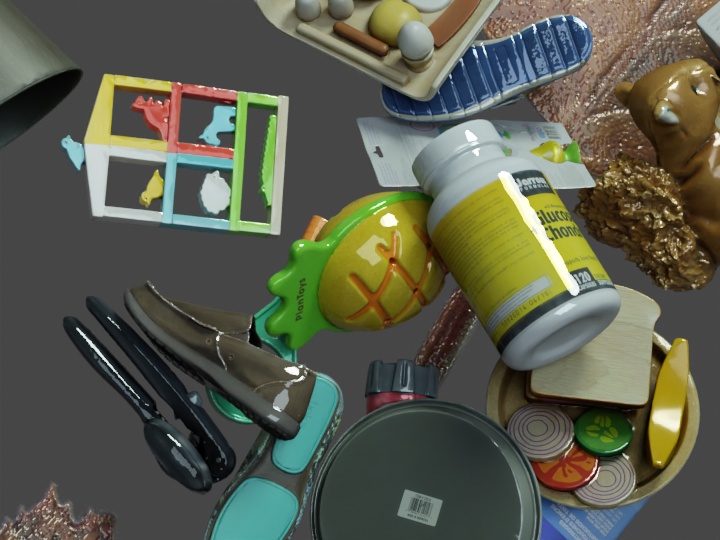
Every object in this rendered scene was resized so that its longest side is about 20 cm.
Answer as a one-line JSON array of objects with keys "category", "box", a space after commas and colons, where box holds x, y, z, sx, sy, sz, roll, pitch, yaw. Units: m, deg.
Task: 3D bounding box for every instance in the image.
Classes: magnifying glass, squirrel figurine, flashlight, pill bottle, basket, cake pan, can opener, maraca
[{"category": "magnifying glass", "box": [-0.073, 0.043, 1.676, 0.080, 0.022, 0.200, 28, 73, -8]}, {"category": "squirrel figurine", "box": [0.292, -0.089, 1.719, 0.200, 0.142, 0.187, -41, 120, 4]}, {"category": "flashlight", "box": [0.031, 0.181, 1.649, 0.068, 0.068, 0.200, -3, 73, 24]}, {"category": "pill bottle", "box": [0.125, -0.024, 1.587, 0.112, 0.112, 0.200, -23, 69, -18]}, {"category": "basket", "box": [-0.364, -0.197, 1.588, 0.180, 0.136, 0.200, -35, 86, -13]}, {"category": "cake pan", "box": [0.053, 0.205, 1.592, 0.200, 0.037, 0.200, -2, 78, 8]}, {"category": "can opener", "box": [-0.179, 0.104, 1.617, 0.063, 0.079, 0.200, -35, 81, -10]}, {"category": "maraca", "box": [0.000, 0.000, 1.646, 0.200, 0.137, 0.107, -23, 41, -31]}]

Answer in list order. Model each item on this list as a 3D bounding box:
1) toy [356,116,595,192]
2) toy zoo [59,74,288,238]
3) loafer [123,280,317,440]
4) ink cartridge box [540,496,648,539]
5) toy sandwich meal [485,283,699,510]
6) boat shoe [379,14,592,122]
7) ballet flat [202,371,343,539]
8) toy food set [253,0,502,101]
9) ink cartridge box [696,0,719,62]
[{"category": "toy", "box": [0.102, -0.093, 1.720, 0.200, 0.115, 0.047, -3, 125, -11]}, {"category": "toy zoo", "box": [-0.166, -0.102, 1.678, 0.200, 0.020, 0.131, 6, 78, -14]}, {"category": "loafer", "box": [-0.116, 0.066, 1.610, 0.200, 0.073, 0.071, 35, 78, 17]}, {"category": "ink cartridge box", "box": [0.176, 0.191, 1.687, 0.136, 0.076, 0.200, 43, 74, -4]}, {"category": "toy sandwich meal", "box": [0.202, 0.105, 1.623, 0.205, 0.070, 0.205, -1, 64, 2]}, {"category": "boat shoe", "box": [0.117, -0.176, 1.735, 0.200, 0.072, 0.072, -14, 81, 2]}, {"category": "ballet flat", "box": [-0.075, 0.181, 1.626, 0.074, 0.074, 0.200, 33, 78, -7]}, {"category": "toy food set", "box": [0.024, -0.253, 1.704, 0.200, 0.060, 0.144, 29, 72, 19]}, {"category": "ink cartridge box", "box": [0.432, -0.199, 1.741, 0.146, 0.086, 0.200, -40, 50, 8]}]
